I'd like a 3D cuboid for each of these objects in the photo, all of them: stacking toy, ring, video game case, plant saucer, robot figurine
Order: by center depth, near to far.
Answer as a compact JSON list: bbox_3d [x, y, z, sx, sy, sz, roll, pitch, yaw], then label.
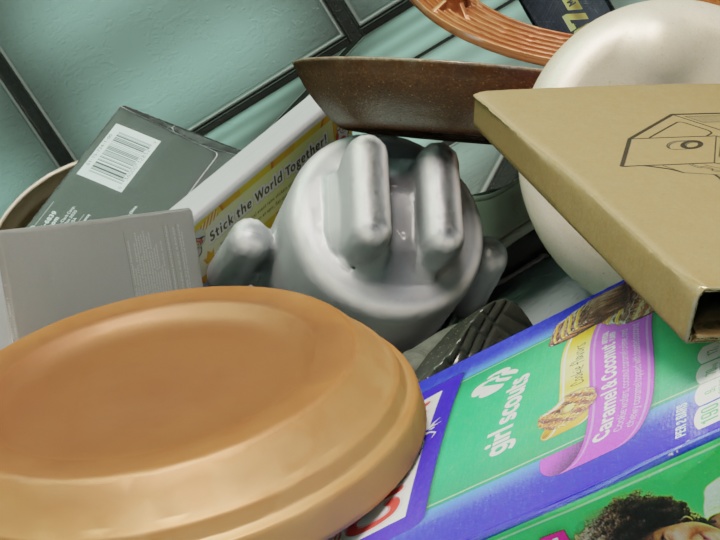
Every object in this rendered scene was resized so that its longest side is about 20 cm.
[{"bbox_3d":[-0.075,0.053,0.599,0.198,0.038,0.201,-8,22,3],"label":"plant saucer"},{"bbox_3d":[0.141,-0.044,0.814,0.145,0.147,0.200,-34,-3,-4],"label":"stacking toy"},{"bbox_3d":[0.060,-0.091,0.893,0.198,0.037,0.200,4,3,0],"label":"plant saucer"},{"bbox_3d":[0.119,-0.163,0.895,0.198,0.019,0.201,4,34,-3],"label":"ring"},{"bbox_3d":[0.000,0.000,0.915,0.200,0.168,0.114,123,152,-59],"label":"robot figurine"},{"bbox_3d":[-0.061,0.010,0.994,0.023,0.184,0.200,18,42,30],"label":"video game case"}]

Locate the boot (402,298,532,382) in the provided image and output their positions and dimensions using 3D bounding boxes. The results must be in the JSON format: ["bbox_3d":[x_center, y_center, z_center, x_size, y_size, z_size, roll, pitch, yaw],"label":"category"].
[{"bbox_3d":[-0.002,0.091,0.785,0.130,0.068,0.199,-28,5,47],"label":"boot"}]

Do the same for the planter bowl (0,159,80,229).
[{"bbox_3d":[-0.168,0.035,1.161,0.200,0.200,0.135,-38,-15,-22],"label":"planter bowl"}]

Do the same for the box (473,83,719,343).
[{"bbox_3d":[0.148,-0.028,0.590,0.161,0.022,0.200,-1,25,-16],"label":"box"}]

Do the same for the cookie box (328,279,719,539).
[{"bbox_3d":[0.069,0.080,0.577,0.199,0.076,0.171,-29,12,23],"label":"cookie box"}]

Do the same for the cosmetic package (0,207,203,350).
[{"bbox_3d":[-0.161,0.021,0.781,0.106,0.091,0.200,-8,-1,18],"label":"cosmetic package"}]

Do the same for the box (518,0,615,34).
[{"bbox_3d":[0.153,-0.157,1.086,0.051,0.158,0.200,-31,13,13],"label":"box"}]

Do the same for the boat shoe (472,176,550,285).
[{"bbox_3d":[0.099,-0.024,0.992,0.199,0.057,0.067,-30,46,35],"label":"boat shoe"}]

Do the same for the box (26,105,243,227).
[{"bbox_3d":[-0.145,0.019,1.021,0.131,0.115,0.201,21,61,23],"label":"box"}]
